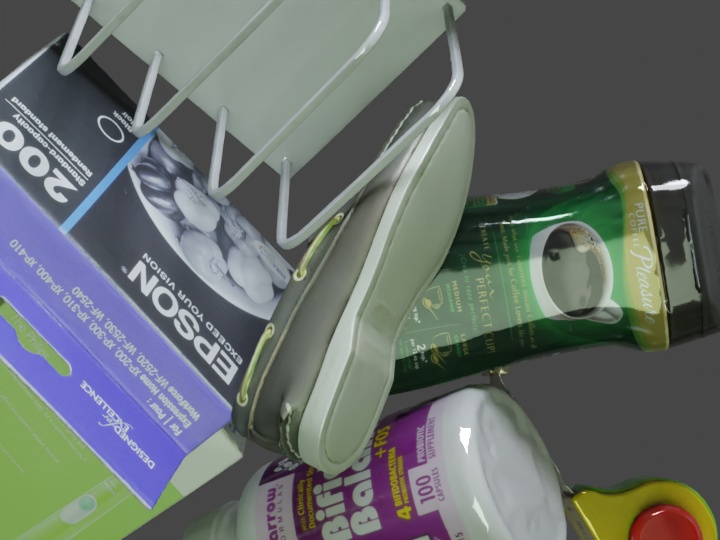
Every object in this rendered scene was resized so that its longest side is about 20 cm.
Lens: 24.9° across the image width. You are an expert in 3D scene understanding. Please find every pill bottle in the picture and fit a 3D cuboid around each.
[{"bbox_3d":[0.003,0.144,0.900,0.200,0.112,0.112,-24,106,25],"label":"pill bottle"}]

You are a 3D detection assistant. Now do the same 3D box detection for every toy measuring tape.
[{"bbox_3d":[0.148,0.120,0.930,0.074,0.074,0.200,-32,89,11],"label":"toy measuring tape"}]

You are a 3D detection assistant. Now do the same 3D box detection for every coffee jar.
[{"bbox_3d":[0.095,0.002,0.876,0.200,0.085,0.104,-9,92,5],"label":"coffee jar"}]

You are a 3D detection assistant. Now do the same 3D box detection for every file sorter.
[{"bbox_3d":[-0.063,-0.127,0.792,0.200,0.125,0.139,39,113,-21],"label":"file sorter"}]

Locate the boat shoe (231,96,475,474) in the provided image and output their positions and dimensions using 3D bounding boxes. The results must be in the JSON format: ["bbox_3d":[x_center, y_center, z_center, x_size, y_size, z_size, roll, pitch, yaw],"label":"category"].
[{"bbox_3d":[-0.001,-0.001,0.804,0.060,0.072,0.202,15,72,29],"label":"boat shoe"}]

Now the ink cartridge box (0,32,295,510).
[{"bbox_3d":[-0.128,-0.009,0.822,0.043,0.200,0.198,-36,104,28],"label":"ink cartridge box"}]

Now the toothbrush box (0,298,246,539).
[{"bbox_3d":[-0.183,0.088,0.913,0.200,0.086,0.146,-35,104,12],"label":"toothbrush box"}]
